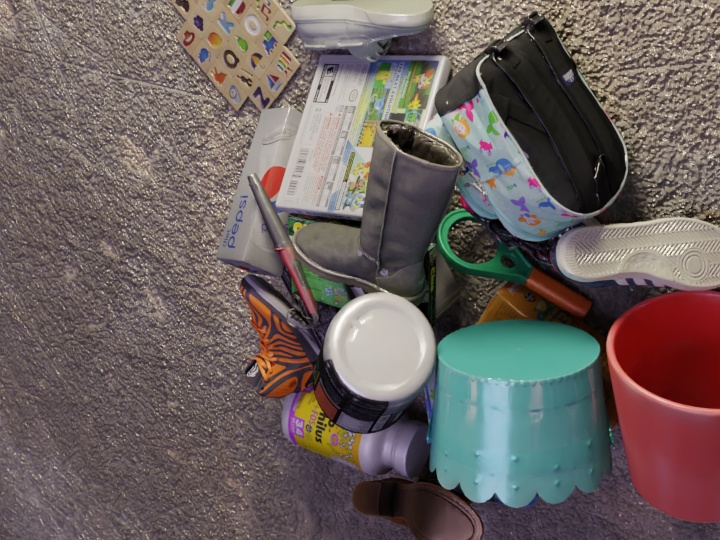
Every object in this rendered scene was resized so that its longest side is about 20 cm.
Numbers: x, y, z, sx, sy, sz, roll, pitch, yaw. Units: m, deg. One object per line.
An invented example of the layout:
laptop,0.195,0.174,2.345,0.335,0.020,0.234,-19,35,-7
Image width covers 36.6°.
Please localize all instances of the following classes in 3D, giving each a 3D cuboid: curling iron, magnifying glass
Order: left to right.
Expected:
curling iron,-0.095,-0.019,1.300,0.049,0.025,0.203,-15,100,37
magnifying glass,0.178,-0.004,1.265,0.198,0.080,0.023,31,151,10

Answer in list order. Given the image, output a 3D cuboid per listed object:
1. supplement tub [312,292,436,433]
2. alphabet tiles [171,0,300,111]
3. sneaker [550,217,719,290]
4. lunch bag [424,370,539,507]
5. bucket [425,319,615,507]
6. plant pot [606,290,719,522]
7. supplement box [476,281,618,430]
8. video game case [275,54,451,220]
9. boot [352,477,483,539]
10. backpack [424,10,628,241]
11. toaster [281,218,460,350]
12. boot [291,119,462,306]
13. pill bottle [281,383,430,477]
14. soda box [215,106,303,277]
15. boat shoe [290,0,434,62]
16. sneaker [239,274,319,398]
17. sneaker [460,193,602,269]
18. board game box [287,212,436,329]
supplement tub,0.010,0.111,1.212,0.123,0.122,0.200,47,162,8
alphabet tiles,-0.163,-0.309,1.410,0.201,0.006,0.166,50,132,6
sneaker,0.293,-0.017,1.140,0.196,0.084,0.077,5,86,-7
lunch bag,0.160,0.185,1.358,0.159,0.082,0.203,5,115,35
bucket,0.170,0.145,1.167,0.204,0.206,0.137,9,111,33
plant pot,0.354,0.148,1.133,0.198,0.200,0.180,16,131,30
supplement box,0.235,0.094,1.266,0.199,0.066,0.069,37,129,16
video game case,0.002,-0.157,1.267,0.180,0.022,0.203,8,75,34
boot,0.104,0.315,1.415,0.197,0.154,0.078,0,80,37
backpack,0.176,-0.134,1.124,0.201,0.177,0.150,51,139,-2
toaster,0.011,0.017,1.363,0.180,0.118,0.202,-25,95,43
boot,0.012,-0.068,1.146,0.179,0.073,0.202,19,139,14
pill bottle,-0.004,0.214,1.482,0.197,0.104,0.106,16,121,30
soda box,-0.111,-0.098,1.355,0.068,0.063,0.203,7,77,51
boat shoe,0.005,-0.282,1.261,0.198,0.070,0.073,12,129,37
sneaker,-0.118,0.099,1.418,0.201,0.112,0.078,51,179,-36
sneaker,0.198,-0.041,1.221,0.199,0.074,0.081,35,128,18
board game box,0.000,0.000,1.269,0.197,0.023,0.107,16,121,31
